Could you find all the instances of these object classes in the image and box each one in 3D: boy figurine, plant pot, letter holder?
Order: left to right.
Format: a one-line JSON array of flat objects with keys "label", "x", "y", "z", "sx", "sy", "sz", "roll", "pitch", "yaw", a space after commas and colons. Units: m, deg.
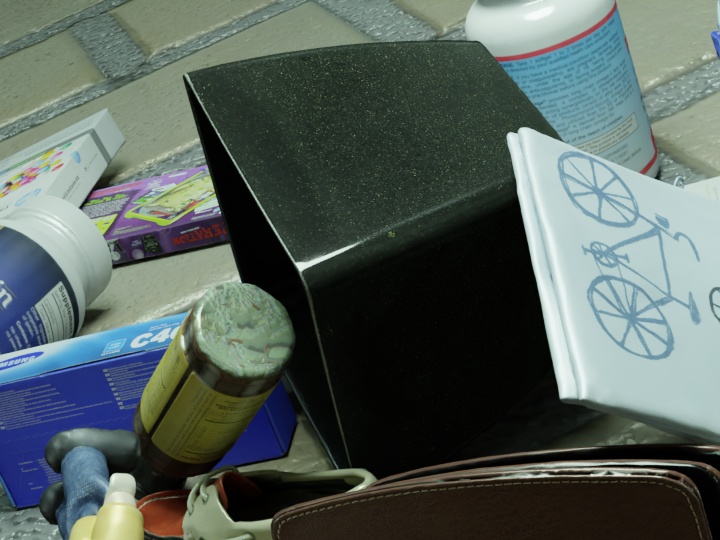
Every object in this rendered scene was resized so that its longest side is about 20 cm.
[{"label": "boy figurine", "x": -0.130, "y": 0.167, "z": 0.886, "sx": 0.064, "sy": 0.126, "sz": 0.201, "roll": -1, "pitch": 33, "yaw": -21}, {"label": "plant pot", "x": 0.027, "y": -0.020, "z": 0.970, "sx": 0.176, "sy": 0.201, "sz": 0.200, "roll": -24, "pitch": 45, "yaw": -10}, {"label": "letter holder", "x": 0.076, "y": 0.125, "z": 0.768, "sx": 0.198, "sy": 0.143, "sz": 0.101, "roll": -9, "pitch": 28, "yaw": 24}]

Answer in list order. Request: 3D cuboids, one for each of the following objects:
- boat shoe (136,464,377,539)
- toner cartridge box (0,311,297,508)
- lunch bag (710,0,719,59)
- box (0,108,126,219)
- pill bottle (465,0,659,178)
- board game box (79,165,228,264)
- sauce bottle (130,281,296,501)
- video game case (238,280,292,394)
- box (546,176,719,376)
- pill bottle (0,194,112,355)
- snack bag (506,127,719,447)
[{"label": "boat shoe", "x": -0.060, "y": 0.139, "z": 0.939, "sx": 0.198, "sy": 0.063, "sz": 0.071, "roll": -1, "pitch": 33, "yaw": 39}, {"label": "toner cartridge box", "x": -0.149, "y": 0.087, "z": 1.072, "sx": 0.198, "sy": 0.096, "sz": 0.043, "roll": -12, "pitch": 25, "yaw": 17}, {"label": "lunch bag", "x": 0.337, "y": -0.160, "z": 1.194, "sx": 0.159, "sy": 0.083, "sz": 0.201, "roll": -14, "pitch": 26, "yaw": 12}, {"label": "box", "x": -0.310, "y": -0.064, "z": 1.519, "sx": 0.155, "sy": 0.041, "sz": 0.201, "roll": -23, "pitch": 23, "yaw": 21}, {"label": "pill bottle", "x": 0.137, "y": -0.144, "z": 1.179, "sx": 0.108, "sy": 0.202, "sz": 0.109, "roll": -16, "pitch": 26, "yaw": 8}, {"label": "board game box", "x": -0.170, "y": -0.049, "z": 1.431, "sx": 0.198, "sy": 0.033, "sz": 0.120, "roll": -11, "pitch": 30, "yaw": 20}, {"label": "sauce bottle", "x": -0.096, "y": 0.079, "z": 0.967, "sx": 0.065, "sy": 0.065, "sz": 0.200, "roll": -41, "pitch": -6, "yaw": -36}, {"label": "video game case", "x": 0.000, "y": 0.000, "z": 1.163, "sx": 0.199, "sy": 0.023, "sz": 0.182, "roll": -32, "pitch": 22, "yaw": -1}, {"label": "box", "x": 0.157, "y": 0.006, "z": 1.062, "sx": 0.198, "sy": 0.037, "sz": 0.145, "roll": -16, "pitch": 26, "yaw": 15}, {"label": "pill bottle", "x": -0.278, "y": 0.034, "z": 1.250, "sx": 0.115, "sy": 0.117, "sz": 0.200, "roll": -3, "pitch": 31, "yaw": 33}, {"label": "snack bag", "x": 0.171, "y": 0.020, "z": 0.845, "sx": 0.021, "sy": 0.198, "sz": 0.190, "roll": -54, "pitch": 30, "yaw": 37}]
